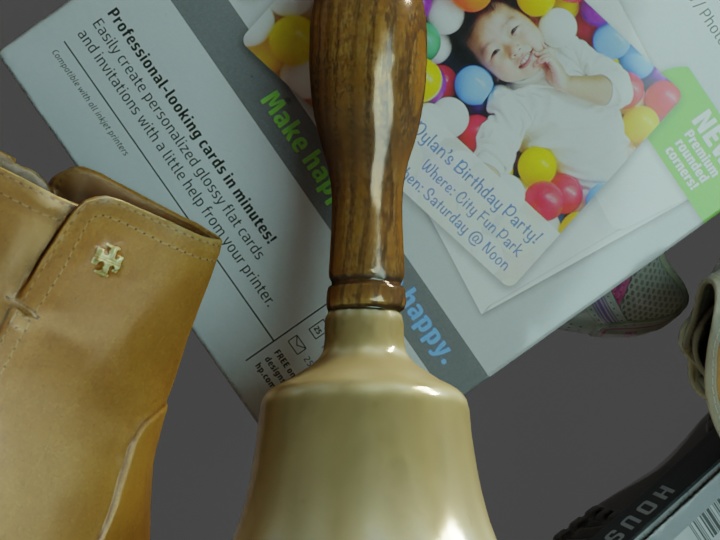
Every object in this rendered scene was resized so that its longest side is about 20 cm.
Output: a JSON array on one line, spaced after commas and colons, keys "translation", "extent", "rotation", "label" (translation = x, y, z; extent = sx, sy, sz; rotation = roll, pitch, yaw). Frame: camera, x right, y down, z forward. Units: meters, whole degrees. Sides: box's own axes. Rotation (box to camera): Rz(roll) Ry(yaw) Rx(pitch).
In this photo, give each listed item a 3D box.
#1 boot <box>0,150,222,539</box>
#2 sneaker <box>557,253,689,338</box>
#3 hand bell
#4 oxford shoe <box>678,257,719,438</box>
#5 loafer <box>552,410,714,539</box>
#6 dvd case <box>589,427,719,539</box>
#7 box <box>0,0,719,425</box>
[{"translation": [-0.072, 0.055, 0.810], "extent": [0.201, 0.071, 0.144], "rotation": [32, 95, -22], "label": "boot"}, {"translation": [0.088, -0.066, 0.913], "extent": [0.088, 0.081, 0.201], "rotation": [21, 86, -2], "label": "sneaker"}, {"translation": [0.000, 0.000, 0.795], "extent": [0.104, 0.104, 0.201], "rotation": [5, 79, -33], "label": "hand bell"}, {"translation": [0.125, 0.016, 0.897], "extent": [0.058, 0.200, 0.075], "rotation": [-18, 98, 8], "label": "oxford shoe"}, {"translation": [0.136, 0.082, 0.969], "extent": [0.200, 0.076, 0.068], "rotation": [-31, 109, -19], "label": "loafer"}, {"translation": [0.111, 0.168, 0.918], "extent": [0.150, 0.025, 0.200], "rotation": [-40, 114, -14], "label": "dvd case"}, {"translation": [0.023, -0.055, 0.844], "extent": [0.200, 0.041, 0.156], "rotation": [-35, 96, -3], "label": "box"}]
